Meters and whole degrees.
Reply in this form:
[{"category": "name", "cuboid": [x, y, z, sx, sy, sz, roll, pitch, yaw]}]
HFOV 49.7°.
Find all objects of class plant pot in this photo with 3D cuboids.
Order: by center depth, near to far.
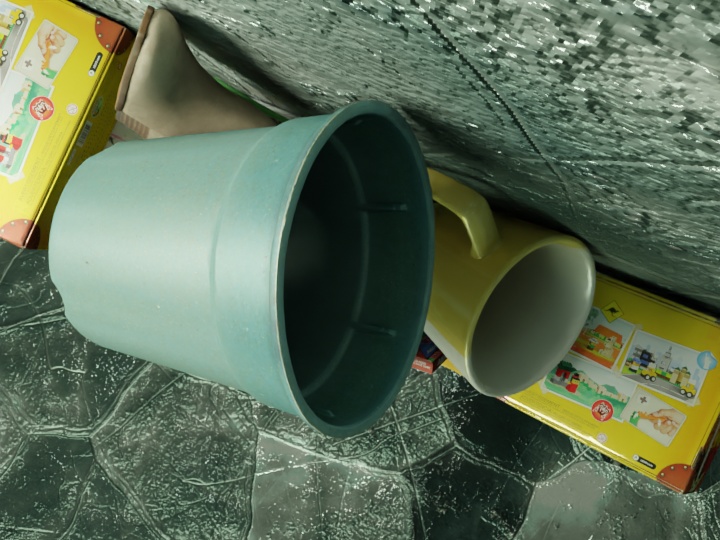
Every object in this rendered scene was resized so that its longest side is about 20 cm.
[{"category": "plant pot", "cuboid": [-0.079, -0.008, 0.508, 0.196, 0.201, 0.200, 5, 171, 27]}]

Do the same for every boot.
[{"category": "boot", "cuboid": [-0.102, -0.112, 0.573, 0.146, 0.070, 0.200, 24, 168, -16]}]

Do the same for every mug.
[{"category": "mug", "cuboid": [0.104, -0.007, 0.688, 0.149, 0.187, 0.153, -14, -147, -31]}]

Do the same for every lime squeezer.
[{"category": "lime squeezer", "cuboid": [-0.042, -0.112, 0.676, 0.200, 0.038, 0.071, 28, -164, -52]}]

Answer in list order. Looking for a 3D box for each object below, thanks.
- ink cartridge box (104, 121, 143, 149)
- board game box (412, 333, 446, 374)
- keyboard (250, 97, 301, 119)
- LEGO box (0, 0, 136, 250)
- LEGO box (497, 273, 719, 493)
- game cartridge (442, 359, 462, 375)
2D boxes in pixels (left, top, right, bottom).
[{"category": "ink cartridge box", "cuboid": [-0.238, -0.102, 0.744, 0.116, 0.200, 0.067, 29, 175, -19]}, {"category": "board game box", "cuboid": [0.086, 0.066, 0.974, 0.103, 0.019, 0.200, 14, -155, 26]}, {"category": "keyboard", "cuboid": [-0.122, -0.161, 0.732, 0.200, 0.011, 0.056, 25, 180, 24]}, {"category": "LEGO box", "cuboid": [-0.294, -0.136, 0.651, 0.149, 0.200, 0.077, 25, 180, -1]}, {"category": "LEGO box", "cuboid": [0.244, 0.094, 0.734, 0.200, 0.149, 0.077, 26, -179, 33]}, {"category": "game cartridge", "cuboid": [0.098, 0.031, 1.118, 0.200, 0.177, 0.032, 25, 179, 7]}]
